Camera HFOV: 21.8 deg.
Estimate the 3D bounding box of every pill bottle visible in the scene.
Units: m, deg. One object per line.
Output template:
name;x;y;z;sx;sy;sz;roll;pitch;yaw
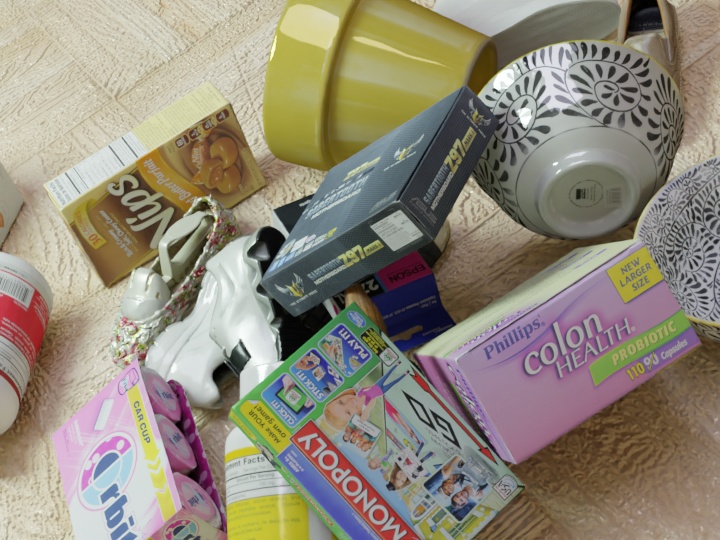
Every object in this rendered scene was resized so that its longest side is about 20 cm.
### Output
pill bottle;-0.370;0.088;1.784;0.111;0.113;0.201;-6;46;19
pill bottle;-0.053;0.179;1.500;0.110;0.111;0.202;-7;74;18

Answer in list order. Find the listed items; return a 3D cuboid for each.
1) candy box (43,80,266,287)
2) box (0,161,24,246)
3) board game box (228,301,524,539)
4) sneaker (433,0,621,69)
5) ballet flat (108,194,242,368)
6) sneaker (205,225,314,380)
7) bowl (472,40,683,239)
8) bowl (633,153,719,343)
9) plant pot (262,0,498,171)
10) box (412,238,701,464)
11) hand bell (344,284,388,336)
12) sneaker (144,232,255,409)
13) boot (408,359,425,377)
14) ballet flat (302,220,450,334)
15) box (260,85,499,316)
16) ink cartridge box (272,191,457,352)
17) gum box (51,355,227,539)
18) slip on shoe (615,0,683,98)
candy box;-0.204;-0.086;1.875;0.199;0.116;0.055;-34;43;-10
box;-0.449;-0.041;1.936;0.097;0.125;0.201;-1;48;24
board game box;0.013;0.141;1.449;0.134;0.029;0.200;-40;80;-22
sneaker;0.165;-0.272;1.919;0.198;0.074;0.116;-14;47;13
ballet flat;-0.190;0.004;1.820;0.075;0.064;0.201;13;55;32
sneaker;-0.090;0.070;1.677;0.088;0.074;0.202;-21;74;31
bowl;0.192;-0.091;1.629;0.199;0.202;0.095;-15;43;10
bowl;0.335;-0.002;1.567;0.199;0.095;0.202;-12;45;13
plant pot;0.027;-0.183;1.824;0.187;0.202;0.202;16;55;15
box;0.153;0.064;1.511;0.175;0.097;0.200;-32;2;-8
hand bell;0.025;0.102;1.550;0.103;0.104;0.202;-20;66;5
sneaker;-0.121;0.052;1.752;0.086;0.075;0.201;22;63;20
boot;-0.022;0.161;1.607;0.200;0.074;0.075;-49;12;-15
ballet flat;0.000;0.000;1.740;0.199;0.057;0.066;-31;40;-14
box;0.015;-0.059;1.604;0.199;0.051;0.158;-28;23;46
ink cartridge box;0.002;-0.002;1.695;0.094;0.037;0.200;-22;49;-15
gum box;-0.194;0.182;1.622;0.113;0.066;0.201;-42;41;15
slip on shoe;0.277;-0.202;1.809;0.075;0.061;0.201;-3;47;21
